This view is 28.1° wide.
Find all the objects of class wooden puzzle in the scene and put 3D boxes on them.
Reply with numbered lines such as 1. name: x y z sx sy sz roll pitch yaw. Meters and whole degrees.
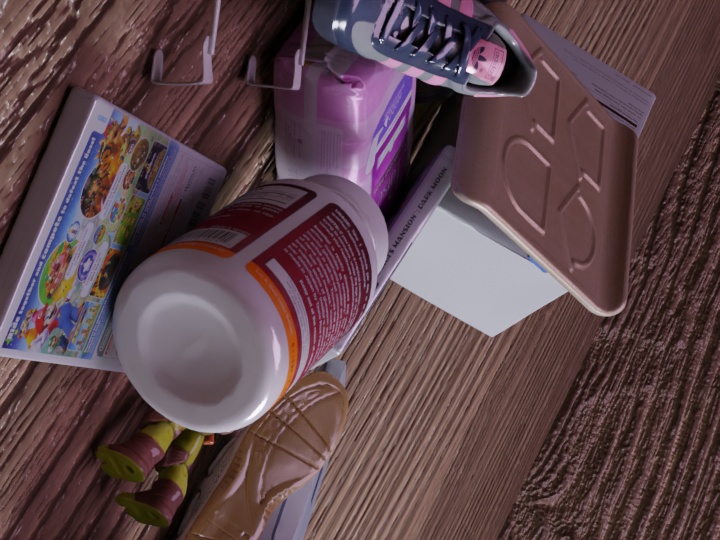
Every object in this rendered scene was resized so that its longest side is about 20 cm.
1. wooden puzzle: 0.140 -0.082 1.119 0.200 0.046 0.186 34 52 -36

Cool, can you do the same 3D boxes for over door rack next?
1. over door rack: -0.037 -0.194 0.840 0.148 0.066 0.201 -15 126 -70

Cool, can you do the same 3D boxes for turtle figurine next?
1. turtle figurine: -0.110 0.097 0.995 0.162 0.064 0.201 -57 161 -34

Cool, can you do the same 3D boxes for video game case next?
1. video game case: 0.000 0.000 1.134 0.182 0.023 0.200 -57 -173 -17
2. video game case: -0.143 -0.014 0.823 0.144 0.018 0.200 -67 165 -1

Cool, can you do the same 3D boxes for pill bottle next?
1. pill bottle: -0.058 0.010 0.897 0.200 0.112 0.114 -41 149 -58

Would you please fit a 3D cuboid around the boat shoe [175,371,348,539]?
1. boat shoe: -0.089 0.162 1.157 0.200 0.071 0.069 -51 -161 -18

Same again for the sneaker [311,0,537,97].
1. sneaker: 0.048 -0.151 0.898 0.200 0.082 0.070 0 119 -58

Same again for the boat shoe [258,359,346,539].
1. boat shoe: -0.062 0.156 1.237 0.074 0.065 0.201 94 12 -50

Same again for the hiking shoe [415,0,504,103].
1. hiking shoe: 0.066 -0.230 1.110 0.101 0.075 0.201 66 35 -52

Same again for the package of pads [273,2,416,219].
1. package of pads: -0.010 -0.106 1.029 0.121 0.075 0.201 -57 162 -36

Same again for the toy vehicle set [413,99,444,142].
1. toy vehicle set: 0.052 -0.177 1.229 0.200 0.026 0.125 -55 160 -38

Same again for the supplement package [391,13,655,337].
1. supplement package: 0.130 -0.078 1.281 0.201 0.147 0.191 -63 -172 -21
